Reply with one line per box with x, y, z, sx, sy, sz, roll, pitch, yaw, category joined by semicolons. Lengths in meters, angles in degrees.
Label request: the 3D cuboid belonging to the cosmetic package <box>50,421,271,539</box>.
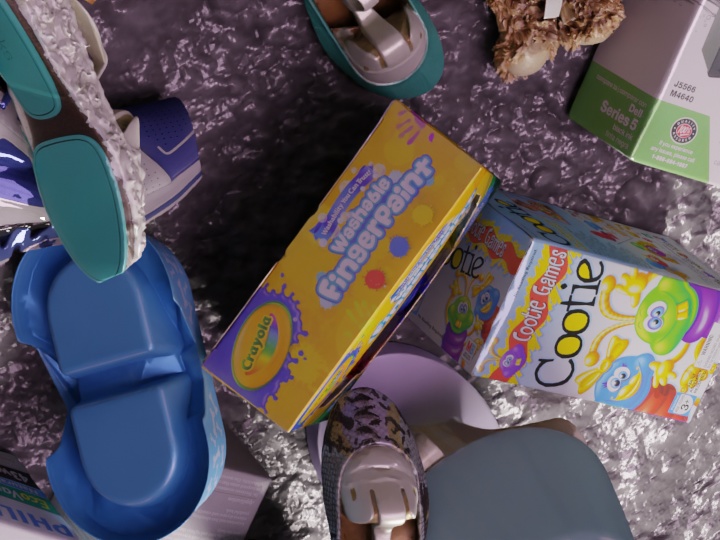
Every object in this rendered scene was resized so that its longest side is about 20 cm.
-0.153;0.193;1.562;0.106;0.090;0.201;18;107;-36;cosmetic package

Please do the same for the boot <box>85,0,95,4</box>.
-0.173;-0.252;1.334;0.156;0.077;0.200;-51;136;7;boot

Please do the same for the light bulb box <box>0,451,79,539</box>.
-0.310;0.197;1.443;0.198;0.125;0.201;23;101;-36;light bulb box

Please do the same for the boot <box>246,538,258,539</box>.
-0.076;0.260;1.577;0.154;0.073;0.204;-59;173;-5;boot

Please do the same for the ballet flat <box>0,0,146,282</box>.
-0.157;-0.092;1.343;0.071;0.072;0.201;-28;114;-16;ballet flat

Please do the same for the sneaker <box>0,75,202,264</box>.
-0.192;-0.075;1.400;0.198;0.081;0.116;-21;126;-18;sneaker

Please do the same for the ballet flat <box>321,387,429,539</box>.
0.015;0.173;1.499;0.072;0.072;0.202;1;84;-31;ballet flat

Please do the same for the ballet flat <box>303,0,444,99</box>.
-0.002;-0.164;1.472;0.067;0.071;0.200;-33;128;4;ballet flat

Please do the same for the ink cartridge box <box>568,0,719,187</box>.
0.251;-0.164;1.616;0.145;0.084;0.201;13;107;-35;ink cartridge box

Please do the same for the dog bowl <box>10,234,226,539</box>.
-0.143;0.065;1.458;0.050;0.111;0.201;-7;83;-68;dog bowl

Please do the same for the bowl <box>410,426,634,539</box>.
0.110;0.215;1.571;0.200;0.105;0.202;-15;122;-25;bowl

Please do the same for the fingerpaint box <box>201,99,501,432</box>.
0.000;0.000;1.500;0.200;0.073;0.167;-54;173;3;fingerpaint box

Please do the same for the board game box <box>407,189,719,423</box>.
0.147;0.023;1.639;0.199;0.105;0.103;14;107;-35;board game box

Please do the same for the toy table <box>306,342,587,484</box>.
0.056;0.149;1.644;0.200;0.117;0.184;36;93;-39;toy table

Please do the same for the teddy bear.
0.114;-0.213;1.532;0.145;0.067;0.200;-34;134;0;teddy bear
